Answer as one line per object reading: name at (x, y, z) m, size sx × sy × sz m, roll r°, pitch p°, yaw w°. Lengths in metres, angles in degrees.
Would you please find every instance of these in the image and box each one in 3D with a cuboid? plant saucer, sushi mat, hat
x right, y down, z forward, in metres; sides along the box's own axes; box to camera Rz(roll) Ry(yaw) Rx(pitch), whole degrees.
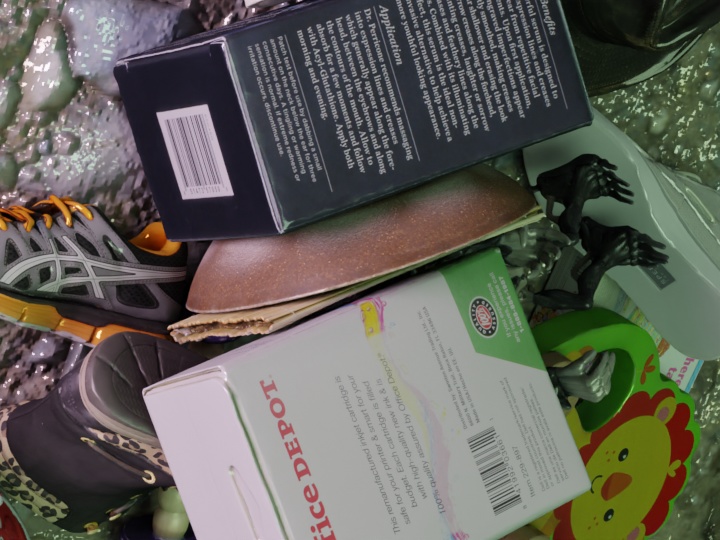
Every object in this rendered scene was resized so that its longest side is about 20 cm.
plant saucer at (-0.004, -0.025, 1.416) m, size 0.200 × 0.200 × 0.037 m, roll -21°, pitch 98°, yaw -26°
sushi mat at (0.000, 0.000, 1.408) m, size 0.200 × 0.096 × 0.012 m, roll -23°, pitch 99°, yaw -35°
hat at (0.182, -0.180, 1.540) m, size 0.200 × 0.081 × 0.201 m, roll -18°, pitch 125°, yaw -28°

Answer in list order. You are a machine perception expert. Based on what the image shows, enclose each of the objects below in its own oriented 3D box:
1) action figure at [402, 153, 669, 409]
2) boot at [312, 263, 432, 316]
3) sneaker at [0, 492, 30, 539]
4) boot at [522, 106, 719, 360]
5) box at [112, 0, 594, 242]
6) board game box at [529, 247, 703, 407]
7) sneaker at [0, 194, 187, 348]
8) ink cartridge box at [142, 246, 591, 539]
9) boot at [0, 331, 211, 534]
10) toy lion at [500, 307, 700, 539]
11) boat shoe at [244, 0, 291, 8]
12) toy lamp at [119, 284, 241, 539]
action figure at (0.095, 0.017, 1.499) m, size 0.200 × 0.102 × 0.119 m, roll -43°, pitch 124°, yaw -31°
boot at (0.021, 0.030, 1.568) m, size 0.097 × 0.075 × 0.200 m, roll -6°, pitch 109°, yaw -63°
sneaker at (-0.221, 0.142, 1.404) m, size 0.071 × 0.112 × 0.200 m, roll -42°, pitch 132°, yaw -9°
boot at (0.178, -0.040, 1.626) m, size 0.074 × 0.096 × 0.200 m, roll -29°, pitch 108°, yaw 29°
box at (-0.005, -0.096, 1.386) m, size 0.200 × 0.148 × 0.107 m, roll -20°, pitch 98°, yaw -27°
board game box at (0.152, 0.083, 1.698) m, size 0.134 × 0.034 × 0.200 m, roll 14°, pitch 106°, yaw -40°
sneaker at (-0.174, -0.007, 1.390) m, size 0.200 × 0.078 × 0.077 m, roll 18°, pitch 90°, yaw -45°
ink cartridge box at (0.005, 0.090, 1.365) m, size 0.200 × 0.087 × 0.145 m, roll -23°, pitch 93°, yaw -39°
boot at (-0.102, 0.107, 1.434) m, size 0.200 × 0.151 × 0.073 m, roll 26°, pitch 58°, yaw -31°
toy lion at (0.145, 0.112, 1.648) m, size 0.192 × 0.069 × 0.200 m, roll -18°, pitch 126°, yaw -37°
boat shoe at (0.013, -0.195, 1.416) m, size 0.202 × 0.072 × 0.060 m, roll -21°, pitch 93°, yaw -37°
toy lamp at (-0.105, 0.109, 1.511) m, size 0.058 × 0.058 × 0.200 m, roll -4°, pitch 115°, yaw -35°
